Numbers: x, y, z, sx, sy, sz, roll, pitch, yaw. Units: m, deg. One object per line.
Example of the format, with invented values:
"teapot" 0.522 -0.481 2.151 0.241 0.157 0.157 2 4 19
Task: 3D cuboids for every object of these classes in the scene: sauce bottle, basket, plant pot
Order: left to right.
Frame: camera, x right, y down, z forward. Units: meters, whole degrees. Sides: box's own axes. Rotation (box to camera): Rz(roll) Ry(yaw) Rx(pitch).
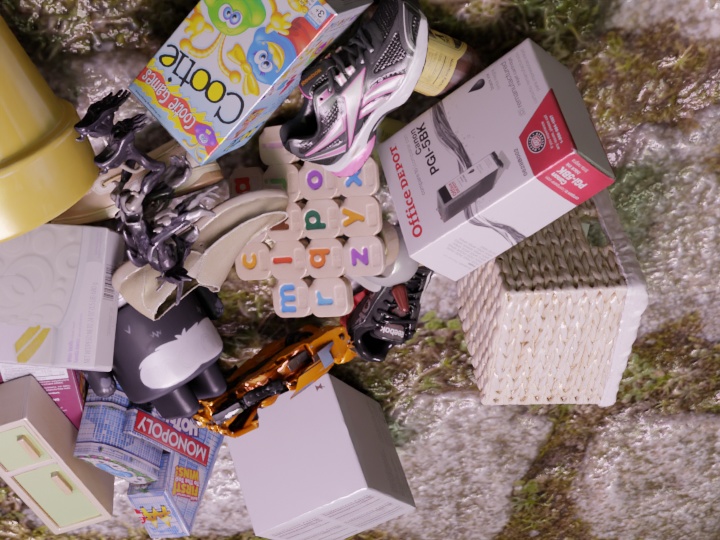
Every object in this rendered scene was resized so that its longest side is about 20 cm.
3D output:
"plant pot" -0.364 -0.143 1.117 0.200 0.201 0.189 -15 118 1
"sauce bottle" 0.073 -0.207 1.234 0.200 0.065 0.065 17 127 -29
"basket" 0.209 0.024 1.393 0.161 0.198 0.200 -2 134 -8

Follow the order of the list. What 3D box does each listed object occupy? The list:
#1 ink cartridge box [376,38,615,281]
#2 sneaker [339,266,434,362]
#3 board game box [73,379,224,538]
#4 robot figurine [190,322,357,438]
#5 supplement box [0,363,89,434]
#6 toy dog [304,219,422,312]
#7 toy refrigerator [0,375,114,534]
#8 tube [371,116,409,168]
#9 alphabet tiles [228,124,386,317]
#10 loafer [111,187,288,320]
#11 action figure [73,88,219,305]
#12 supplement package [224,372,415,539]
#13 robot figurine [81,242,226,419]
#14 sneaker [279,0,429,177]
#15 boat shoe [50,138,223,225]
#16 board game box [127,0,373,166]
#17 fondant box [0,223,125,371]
"ink cartridge box" 0.127 -0.105 1.206 0.200 0.147 0.083 -34 145 27
"sneaker" 0.044 0.029 1.429 0.071 0.098 0.201 16 126 -24
"board game box" -0.236 0.199 1.432 0.062 0.200 0.200 -11 149 30
"robot figurine" -0.107 0.129 1.427 0.200 0.145 0.058 -35 102 -21
"supplement box" -0.358 0.107 1.398 0.086 0.110 0.200 -5 133 -4
"toy dog" 0.000 0.000 1.313 0.132 0.096 0.200 -3 178 -24
"toy refrigerator" -0.354 0.212 1.373 0.076 0.070 0.200 -17 133 8
"tube" 0.048 -0.129 1.317 0.200 0.052 0.058 14 170 -30
"alphabet tiles" -0.056 -0.052 1.267 0.195 0.200 0.015 -3 -177 36
"loafer" -0.153 -0.015 1.250 0.200 0.068 0.076 -31 170 0
"action figure" -0.187 -0.065 1.149 0.102 0.119 0.200 -33 131 -17
"supplement package" -0.048 0.242 1.528 0.151 0.152 0.200 -25 157 11
"robot figurine" -0.230 0.065 1.347 0.125 0.150 0.200 -27 100 17
"sneaker" -0.010 -0.173 1.137 0.086 0.080 0.200 10 122 -31
"boat shoe" -0.238 -0.094 1.272 0.200 0.072 0.065 -17 94 22
"board game box" -0.102 -0.209 1.137 0.103 0.105 0.200 46 116 0
"fondant box" -0.351 0.024 1.262 0.200 0.145 0.058 3 174 10
